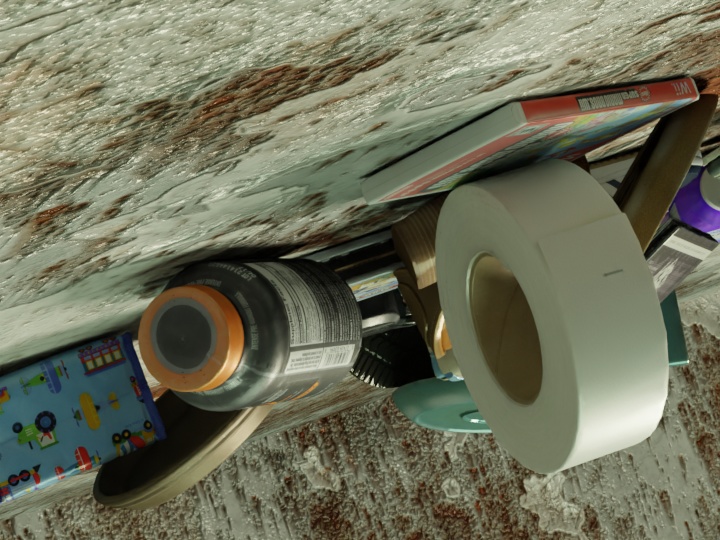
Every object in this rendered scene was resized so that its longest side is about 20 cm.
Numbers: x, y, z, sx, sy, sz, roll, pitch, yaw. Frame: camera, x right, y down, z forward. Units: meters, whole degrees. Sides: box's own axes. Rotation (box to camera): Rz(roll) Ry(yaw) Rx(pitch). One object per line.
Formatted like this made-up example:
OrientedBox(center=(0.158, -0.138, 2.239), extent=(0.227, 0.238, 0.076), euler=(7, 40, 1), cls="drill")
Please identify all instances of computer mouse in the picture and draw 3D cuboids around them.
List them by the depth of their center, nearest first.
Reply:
OrientedBox(center=(-0.013, 0.035, 1.854), extent=(0.137, 0.053, 0.200), euler=(-16, 175, 2), cls="computer mouse")

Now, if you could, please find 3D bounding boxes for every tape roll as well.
OrientedBox(center=(0.125, 0.030, 1.404), extent=(0.070, 0.204, 0.202), euler=(-16, 173, -19), cls="tape roll")

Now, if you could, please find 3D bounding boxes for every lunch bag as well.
OrientedBox(center=(-0.260, 0.116, 1.742), extent=(0.149, 0.095, 0.200), euler=(-21, -174, -14), cls="lunch bag")

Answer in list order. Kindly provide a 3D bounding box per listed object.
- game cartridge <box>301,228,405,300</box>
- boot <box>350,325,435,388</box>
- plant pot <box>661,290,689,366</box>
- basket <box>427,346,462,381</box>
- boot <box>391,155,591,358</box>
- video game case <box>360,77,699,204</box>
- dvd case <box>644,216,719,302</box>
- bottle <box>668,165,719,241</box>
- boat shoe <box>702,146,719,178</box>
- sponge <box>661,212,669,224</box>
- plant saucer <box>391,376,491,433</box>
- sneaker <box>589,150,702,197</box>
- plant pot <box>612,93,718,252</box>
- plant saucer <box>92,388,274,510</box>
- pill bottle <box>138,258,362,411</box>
OrientedBox(center=(0.000, 0.000, 1.686), extent=(0.198, 0.042, 0.133), euler=(-18, 169, -9), cls="game cartridge")
OrientedBox(center=(0.004, 0.064, 2.085), extent=(0.199, 0.078, 0.138), euler=(29, 179, -41), cls="boot")
OrientedBox(center=(0.205, 0.036, 2.065), extent=(0.198, 0.143, 0.141), euler=(-13, -176, 3), cls="plant pot")
OrientedBox(center=(0.158, 0.023, 1.857), extent=(0.199, 0.140, 0.176), euler=(-15, 174, 31), cls="basket")
OrientedBox(center=(0.106, -0.011, 1.587), extent=(0.154, 0.074, 0.200), euler=(-25, 159, -7), cls="boot")
OrientedBox(center=(0.113, -0.086, 1.380), extent=(0.142, 0.018, 0.199), euler=(-26, 171, 42), cls="video game case")
OrientedBox(center=(0.214, 0.036, 1.784), extent=(0.200, 0.016, 0.149), euler=(-46, 161, 13), cls="dvd case")
OrientedBox(center=(0.332, -0.067, 1.950), extent=(0.083, 0.066, 0.200), euler=(-18, 174, 2), cls="bottle")
OrientedBox(center=(0.392, -0.107, 1.812), extent=(0.198, 0.062, 0.073), euler=(-18, 176, -8), cls="boat shoe")
OrientedBox(center=(0.255, -0.028, 2.211), extent=(0.198, 0.030, 0.112), euler=(-20, 173, 2), cls="sponge")
OrientedBox(center=(0.130, 0.131, 2.053), extent=(0.198, 0.028, 0.200), euler=(-1, 164, 0), cls="plant saucer")
OrientedBox(center=(0.202, -0.031, 1.681), extent=(0.199, 0.109, 0.070), euler=(-16, 173, -29), cls="sneaker")
OrientedBox(center=(0.192, -0.041, 1.484), extent=(0.201, 0.027, 0.200), euler=(-62, 179, -2), cls="plant pot")
OrientedBox(center=(-0.133, 0.125, 1.700), extent=(0.200, 0.030, 0.200), euler=(-37, -165, 11), cls="plant saucer")
OrientedBox(center=(-0.082, 0.044, 1.498), extent=(0.106, 0.107, 0.200), euler=(-22, 172, 22), cls="pill bottle")
